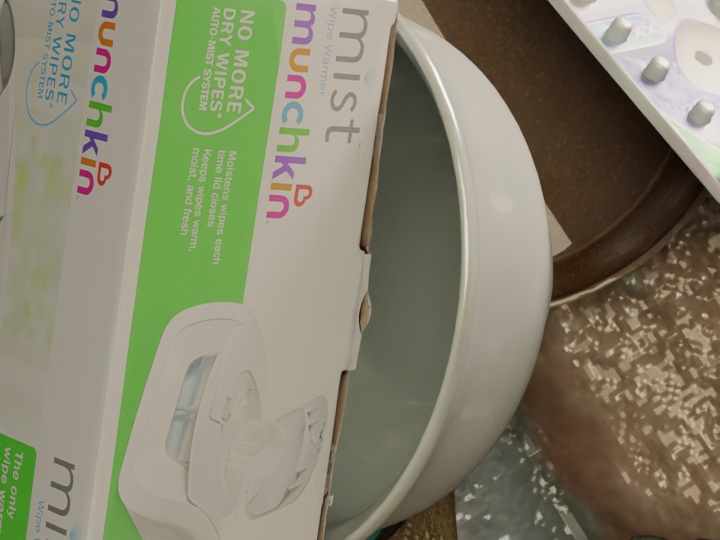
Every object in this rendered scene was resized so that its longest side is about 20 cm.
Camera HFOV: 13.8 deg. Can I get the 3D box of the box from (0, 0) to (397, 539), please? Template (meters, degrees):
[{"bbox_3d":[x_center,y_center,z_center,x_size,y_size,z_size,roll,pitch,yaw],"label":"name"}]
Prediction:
[{"bbox_3d":[-0.086,-0.004,0.961,0.097,0.176,0.200,3,100,-38],"label":"box"}]

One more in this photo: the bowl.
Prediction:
[{"bbox_3d":[0.000,0.000,1.001,0.090,0.201,0.201,1,74,-41],"label":"bowl"}]

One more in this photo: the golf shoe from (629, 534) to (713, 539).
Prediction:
[{"bbox_3d":[0.088,0.192,1.033,0.094,0.078,0.200,-1,82,22],"label":"golf shoe"}]

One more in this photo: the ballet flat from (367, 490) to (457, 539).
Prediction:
[{"bbox_3d":[-0.003,0.132,0.996,0.065,0.071,0.200,44,38,0],"label":"ballet flat"}]

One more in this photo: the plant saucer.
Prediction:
[{"bbox_3d":[0.042,-0.080,1.095,0.200,0.034,0.200,0,83,-1],"label":"plant saucer"}]

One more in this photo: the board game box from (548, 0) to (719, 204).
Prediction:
[{"bbox_3d":[0.155,-0.100,1.039,0.200,0.026,0.200,-13,55,-39],"label":"board game box"}]
